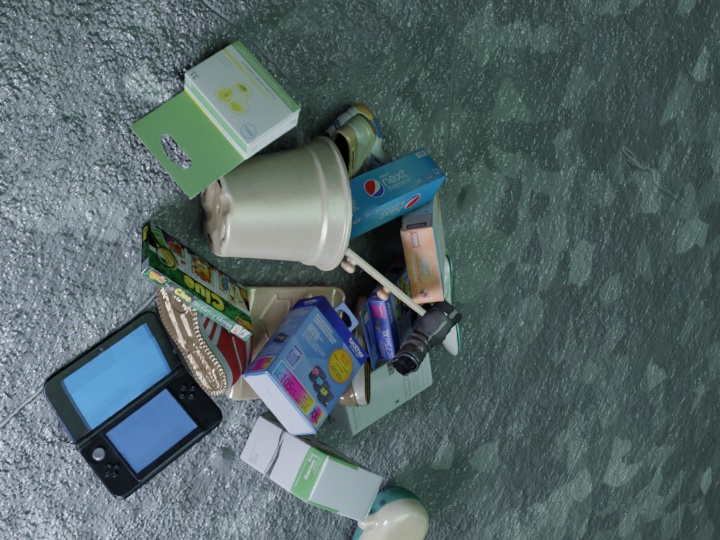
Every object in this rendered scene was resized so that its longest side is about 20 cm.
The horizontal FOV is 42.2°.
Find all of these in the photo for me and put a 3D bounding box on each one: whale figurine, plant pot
[{"bbox_3d":[0.035,0.496,1.786,0.199,0.104,0.159,-39,130,8],"label":"whale figurine"},{"bbox_3d":[-0.135,-0.095,1.387,0.180,0.200,0.205,-5,109,-26],"label":"plant pot"}]

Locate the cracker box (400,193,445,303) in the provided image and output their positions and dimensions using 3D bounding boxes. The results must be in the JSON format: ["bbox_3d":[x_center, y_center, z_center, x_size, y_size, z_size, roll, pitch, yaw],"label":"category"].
[{"bbox_3d":[0.108,-0.053,1.575,0.056,0.201,0.136,-6,117,9],"label":"cracker box"}]

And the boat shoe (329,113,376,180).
[{"bbox_3d":[-0.039,-0.157,1.463,0.066,0.074,0.202,-29,152,-40],"label":"boat shoe"}]

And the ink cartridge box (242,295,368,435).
[{"bbox_3d":[-0.077,0.137,1.474,0.137,0.076,0.201,53,51,-22],"label":"ink cartridge box"}]

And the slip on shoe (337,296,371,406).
[{"bbox_3d":[-0.012,0.137,1.598,0.076,0.059,0.204,63,25,-59],"label":"slip on shoe"}]

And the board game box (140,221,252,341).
[{"bbox_3d":[-0.239,0.017,1.366,0.023,0.106,0.199,-37,128,21],"label":"board game box"}]

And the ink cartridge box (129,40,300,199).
[{"bbox_3d":[-0.203,-0.215,1.309,0.199,0.146,0.048,-38,169,-25],"label":"ink cartridge box"}]

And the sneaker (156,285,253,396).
[{"bbox_3d":[-0.233,0.081,1.423,0.203,0.070,0.112,66,26,-4],"label":"sneaker"}]

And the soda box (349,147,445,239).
[{"bbox_3d":[0.037,-0.120,1.472,0.198,0.065,0.068,-26,159,-32],"label":"soda box"}]

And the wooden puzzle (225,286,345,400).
[{"bbox_3d":[-0.129,0.115,1.544,0.197,0.046,0.189,2,103,-35],"label":"wooden puzzle"}]

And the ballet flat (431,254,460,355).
[{"bbox_3d":[0.144,0.067,1.747,0.069,0.069,0.204,-20,113,-33],"label":"ballet flat"}]

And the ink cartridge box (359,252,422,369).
[{"bbox_3d":[0.059,0.069,1.628,0.200,0.041,0.122,-50,136,-51],"label":"ink cartridge box"}]

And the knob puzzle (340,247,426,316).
[{"bbox_3d":[0.000,0.000,1.502,0.031,0.219,0.219,-52,131,0],"label":"knob puzzle"}]

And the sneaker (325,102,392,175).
[{"bbox_3d":[0.006,-0.178,1.550,0.087,0.075,0.202,-32,124,-5],"label":"sneaker"}]

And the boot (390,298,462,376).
[{"bbox_3d":[0.097,0.122,1.591,0.132,0.069,0.200,-49,172,-14],"label":"boot"}]

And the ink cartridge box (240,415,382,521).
[{"bbox_3d":[-0.084,0.327,1.547,0.145,0.198,0.086,31,82,-42],"label":"ink cartridge box"}]

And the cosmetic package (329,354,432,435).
[{"bbox_3d":[0.032,0.200,1.685,0.198,0.073,0.104,-30,121,-30],"label":"cosmetic package"}]

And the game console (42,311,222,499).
[{"bbox_3d":[-0.327,0.195,1.359,0.199,0.170,0.119,-37,152,-24],"label":"game console"}]
